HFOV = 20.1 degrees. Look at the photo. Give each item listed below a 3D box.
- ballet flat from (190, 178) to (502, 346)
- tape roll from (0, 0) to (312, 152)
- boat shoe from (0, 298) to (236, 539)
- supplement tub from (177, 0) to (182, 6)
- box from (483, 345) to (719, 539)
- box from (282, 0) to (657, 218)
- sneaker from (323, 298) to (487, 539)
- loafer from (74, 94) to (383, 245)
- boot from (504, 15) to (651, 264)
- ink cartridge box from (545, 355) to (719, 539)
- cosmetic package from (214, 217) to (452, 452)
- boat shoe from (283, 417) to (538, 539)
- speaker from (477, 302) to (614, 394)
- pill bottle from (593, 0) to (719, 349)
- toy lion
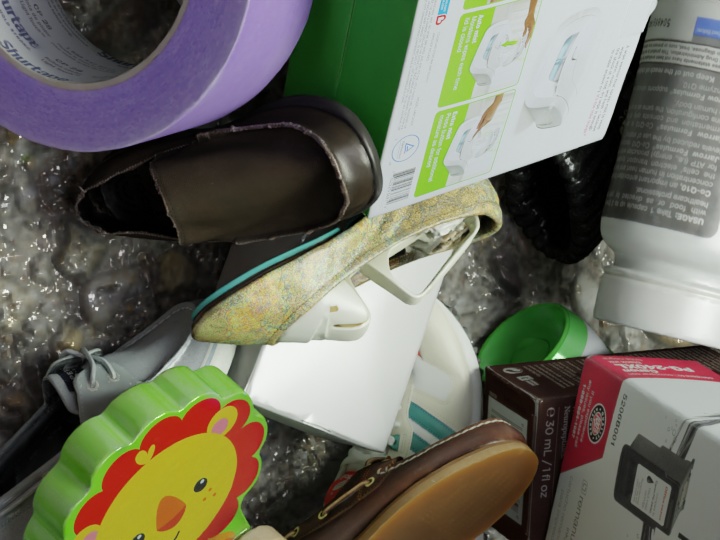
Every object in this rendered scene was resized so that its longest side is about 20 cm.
[{"bbox_3d":[0.000,0.000,1.118,0.199,0.070,0.071,-33,112,-26],"label":"ballet flat"},{"bbox_3d":[-0.126,-0.165,1.034,0.085,0.198,0.202,-27,113,-64],"label":"tape roll"},{"bbox_3d":[-0.149,0.083,1.127,0.201,0.070,0.072,-50,124,-16],"label":"boat shoe"},{"bbox_3d":[-0.007,-0.218,1.148,0.199,0.145,0.147,-20,106,-30],"label":"supplement tub"},{"bbox_3d":[0.176,0.106,1.247,0.198,0.075,0.101,-5,107,-24],"label":"box"},{"bbox_3d":[0.066,-0.149,1.080,0.175,0.097,0.201,-21,141,-31],"label":"box"},{"bbox_3d":[0.023,0.112,1.244,0.093,0.070,0.202,-13,105,-38],"label":"sneaker"},{"bbox_3d":[-0.074,-0.040,1.083,0.071,0.199,0.074,-40,113,-45],"label":"loafer"},{"bbox_3d":[0.147,-0.127,1.300,0.157,0.079,0.212,-34,113,-27],"label":"boot"},{"bbox_3d":[0.189,0.146,1.110,0.083,0.200,0.147,6,102,-24],"label":"ink cartridge box"},{"bbox_3d":[-0.014,-0.006,1.201,0.107,0.085,0.202,26,81,-32],"label":"cosmetic package"},{"bbox_3d":[0.010,0.144,1.180,0.199,0.071,0.070,-36,137,9],"label":"boat shoe"},{"bbox_3d":[0.157,0.115,1.328,0.089,0.088,0.200,-49,118,-20],"label":"speaker"},{"bbox_3d":[0.211,-0.057,1.242,0.113,0.113,0.202,13,91,-34],"label":"pill bottle"},{"bbox_3d":[-0.126,0.149,1.087,0.200,0.069,0.192,-44,148,-14],"label":"toy lion"}]
